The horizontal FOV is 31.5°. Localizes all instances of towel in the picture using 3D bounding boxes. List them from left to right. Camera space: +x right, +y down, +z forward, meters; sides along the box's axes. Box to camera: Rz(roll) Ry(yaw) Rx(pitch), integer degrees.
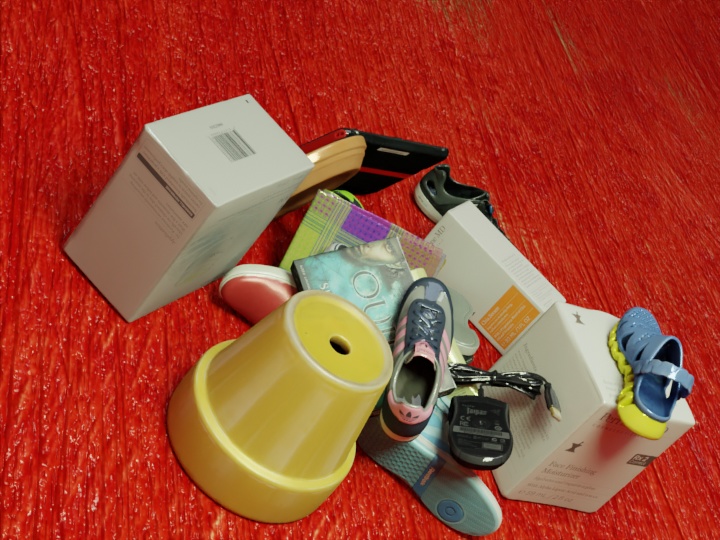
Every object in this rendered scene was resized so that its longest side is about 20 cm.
[{"bbox_3d":[0.000,0.000,1.611,0.200,0.144,0.023,27,1,-19],"label":"towel"}]

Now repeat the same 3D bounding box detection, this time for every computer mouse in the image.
[{"bbox_3d":[0.163,0.178,1.467,0.140,0.046,0.200,6,28,-4],"label":"computer mouse"}]

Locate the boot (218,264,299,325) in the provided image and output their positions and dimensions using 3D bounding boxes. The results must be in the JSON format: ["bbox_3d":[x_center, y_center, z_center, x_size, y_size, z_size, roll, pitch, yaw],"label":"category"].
[{"bbox_3d":[-0.077,0.084,1.482,0.200,0.072,0.144,29,35,-23],"label":"boot"}]

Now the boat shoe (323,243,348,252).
[{"bbox_3d":[0.029,0.044,1.541,0.072,0.068,0.200,-14,71,-57],"label":"boat shoe"}]

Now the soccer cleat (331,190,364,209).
[{"bbox_3d":[0.011,-0.018,1.666,0.200,0.067,0.081,57,7,10],"label":"soccer cleat"}]

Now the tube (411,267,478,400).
[{"bbox_3d":[0.091,0.097,1.577,0.052,0.058,0.200,-18,78,-19],"label":"tube"}]

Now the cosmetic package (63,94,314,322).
[{"bbox_3d":[-0.190,-0.071,1.430,0.123,0.200,0.199,48,33,8],"label":"cosmetic package"}]

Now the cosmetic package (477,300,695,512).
[{"bbox_3d":[0.270,0.173,1.600,0.165,0.200,0.165,14,40,-33],"label":"cosmetic package"}]

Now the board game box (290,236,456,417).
[{"bbox_3d":[0.014,0.065,1.472,0.135,0.028,0.200,-14,69,-19],"label":"board game box"}]

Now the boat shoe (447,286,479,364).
[{"bbox_3d":[0.109,0.077,1.684,0.076,0.060,0.200,23,21,-7],"label":"boat shoe"}]

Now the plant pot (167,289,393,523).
[{"bbox_3d":[-0.069,0.129,1.323,0.201,0.189,0.201,27,35,-21],"label":"plant pot"}]

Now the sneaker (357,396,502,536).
[{"bbox_3d":[0.101,0.210,1.499,0.200,0.080,0.131,43,34,3],"label":"sneaker"}]

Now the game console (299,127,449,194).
[{"bbox_3d":[-0.005,-0.150,1.745,0.200,0.177,0.031,5,70,-42],"label":"game console"}]

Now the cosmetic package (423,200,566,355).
[{"bbox_3d":[0.178,0.011,1.796,0.200,0.101,0.071,47,34,12],"label":"cosmetic package"}]

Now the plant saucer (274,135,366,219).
[{"bbox_3d":[-0.077,-0.106,1.599,0.200,0.200,0.037,-25,87,-55],"label":"plant saucer"}]

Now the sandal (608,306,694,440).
[{"bbox_3d":[0.345,0.107,1.491,0.079,0.087,0.200,26,33,-16],"label":"sandal"}]

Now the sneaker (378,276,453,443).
[{"bbox_3d":[0.071,0.087,1.413,0.070,0.082,0.200,13,63,-5],"label":"sneaker"}]

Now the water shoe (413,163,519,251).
[{"bbox_3d":[0.173,-0.078,1.918,0.200,0.079,0.072,36,33,-6],"label":"water shoe"}]
